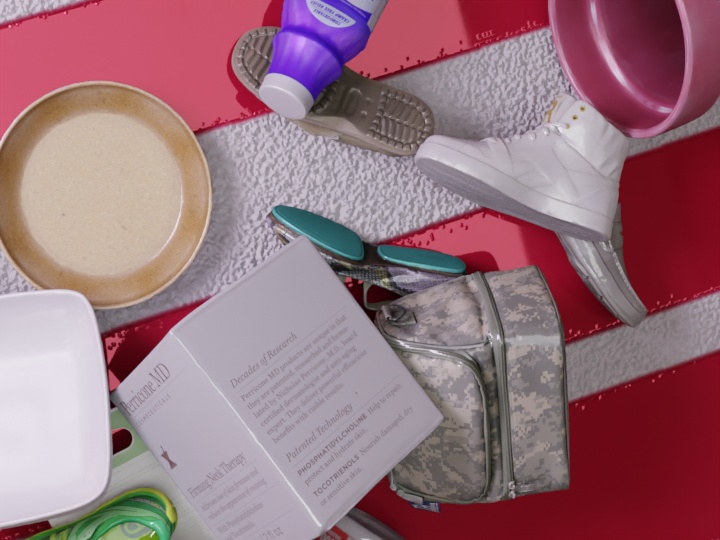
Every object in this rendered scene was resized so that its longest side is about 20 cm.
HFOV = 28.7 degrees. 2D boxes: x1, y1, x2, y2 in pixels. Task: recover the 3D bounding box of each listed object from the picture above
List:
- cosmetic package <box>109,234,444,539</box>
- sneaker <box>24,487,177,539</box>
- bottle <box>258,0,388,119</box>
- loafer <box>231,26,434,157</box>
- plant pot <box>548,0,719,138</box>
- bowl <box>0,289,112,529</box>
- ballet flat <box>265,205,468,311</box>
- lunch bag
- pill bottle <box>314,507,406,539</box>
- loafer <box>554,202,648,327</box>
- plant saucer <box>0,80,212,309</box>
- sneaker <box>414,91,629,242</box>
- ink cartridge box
[{"bbox_3d":[-0.074,0.116,1.201,0.166,0.167,0.201,-38,88,-36],"label":"cosmetic package"},{"bbox_3d":[-0.249,0.257,1.218,0.199,0.084,0.075,-34,102,-5],"label":"sneaker"},{"bbox_3d":[-0.026,-0.227,1.232,0.083,0.065,0.202,28,70,-2],"label":"bottle"},{"bbox_3d":[-0.028,-0.153,1.282,0.198,0.068,0.076,29,78,4],"label":"loafer"},{"bbox_3d":[0.299,-0.242,1.283,0.177,0.199,0.203,-22,99,-24],"label":"plant pot"},{"bbox_3d":[-0.308,0.128,1.216,0.197,0.075,0.203,-10,70,0],"label":"bowl"},{"bbox_3d":[0.000,0.000,1.302,0.198,0.072,0.073,16,92,-11],"label":"ballet flat"},{"bbox_3d":[0.099,0.111,1.276,0.165,0.140,0.202,-7,120,0],"label":"lunch bag"},{"bbox_3d":[-0.037,0.323,1.297,0.113,0.114,0.202,30,89,-12],"label":"pill bottle"},{"bbox_3d":[0.222,-0.039,1.337,0.069,0.070,0.201,-33,100,2],"label":"loafer"},{"bbox_3d":[-0.233,-0.067,1.264,0.197,0.035,0.204,-1,95,-10],"label":"plant saucer"},{"bbox_3d":[0.149,-0.111,1.268,0.198,0.074,0.117,19,81,-18],"label":"sneaker"},{"bbox_3d":[-0.207,0.224,1.289,0.144,0.048,0.202,-26,99,-8],"label":"ink cartridge box"}]
